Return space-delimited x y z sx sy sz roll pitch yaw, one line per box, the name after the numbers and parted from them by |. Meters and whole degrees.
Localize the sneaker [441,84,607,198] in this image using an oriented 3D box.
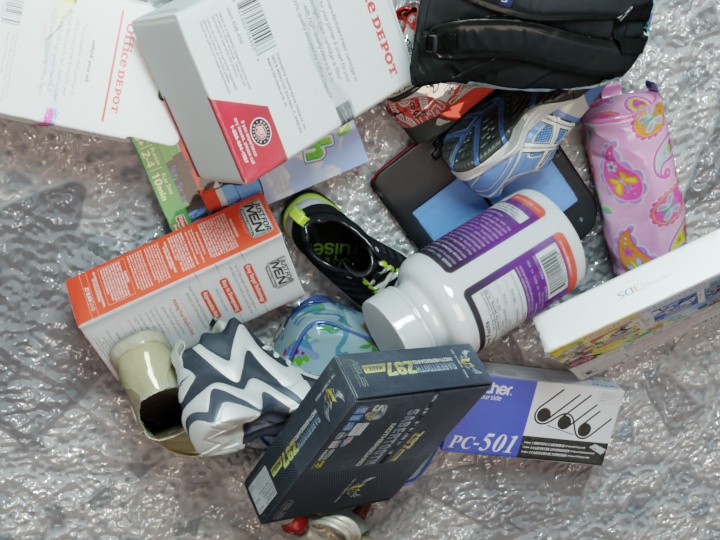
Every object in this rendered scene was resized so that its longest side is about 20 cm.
0.169 -0.149 1.038 0.200 0.076 0.077 -37 137 3 | sneaker

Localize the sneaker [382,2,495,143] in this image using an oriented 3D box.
0.097 -0.221 1.016 0.201 0.067 0.108 -40 117 5 | sneaker

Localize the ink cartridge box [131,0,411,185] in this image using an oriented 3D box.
-0.067 -0.183 0.908 0.200 0.084 0.145 -35 117 -29 | ink cartridge box

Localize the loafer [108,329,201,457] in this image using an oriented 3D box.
-0.183 0.135 1.038 0.075 0.068 0.200 -24 143 0 | loafer

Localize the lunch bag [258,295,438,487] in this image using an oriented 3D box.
-0.006 0.129 1.108 0.199 0.082 0.161 21 104 -20 | lunch bag

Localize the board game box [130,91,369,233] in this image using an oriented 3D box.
-0.109 -0.133 1.009 0.199 0.037 0.152 -24 114 -6 | board game box

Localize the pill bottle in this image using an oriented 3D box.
0.105 0.015 1.033 0.199 0.111 0.112 -30 116 -17 | pill bottle

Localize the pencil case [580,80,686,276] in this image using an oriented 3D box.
0.281 -0.088 1.108 0.087 0.087 0.201 -22 114 -6 | pencil case

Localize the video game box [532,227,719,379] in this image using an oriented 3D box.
0.287 0.040 1.095 0.199 0.047 0.182 -27 160 13 | video game box

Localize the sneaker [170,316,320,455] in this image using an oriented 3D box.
-0.087 0.093 1.001 0.198 0.130 0.080 -7 144 -35 | sneaker

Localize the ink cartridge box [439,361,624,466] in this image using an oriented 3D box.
0.184 0.157 1.194 0.199 0.044 0.095 8 106 -18 | ink cartridge box

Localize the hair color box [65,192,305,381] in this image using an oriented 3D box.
-0.161 0.017 1.018 0.199 0.061 0.102 -24 143 -5 | hair color box

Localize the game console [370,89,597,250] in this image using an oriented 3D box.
0.131 -0.073 1.102 0.177 0.031 0.200 -39 114 1 | game console

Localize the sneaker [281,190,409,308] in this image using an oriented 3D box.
0.000 0.000 1.063 0.200 0.083 0.072 35 98 -24 | sneaker

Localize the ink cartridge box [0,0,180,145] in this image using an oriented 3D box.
-0.243 -0.176 0.914 0.199 0.067 0.117 12 91 -11 | ink cartridge box

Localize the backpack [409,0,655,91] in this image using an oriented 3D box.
0.151 -0.230 0.924 0.199 0.154 0.164 9 118 1 | backpack

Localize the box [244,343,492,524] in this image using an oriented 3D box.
0.005 0.148 0.982 0.157 0.051 0.200 -2 141 -39 | box

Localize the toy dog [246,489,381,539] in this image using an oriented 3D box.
-0.036 0.251 1.137 0.131 0.097 0.200 12 146 20 | toy dog
